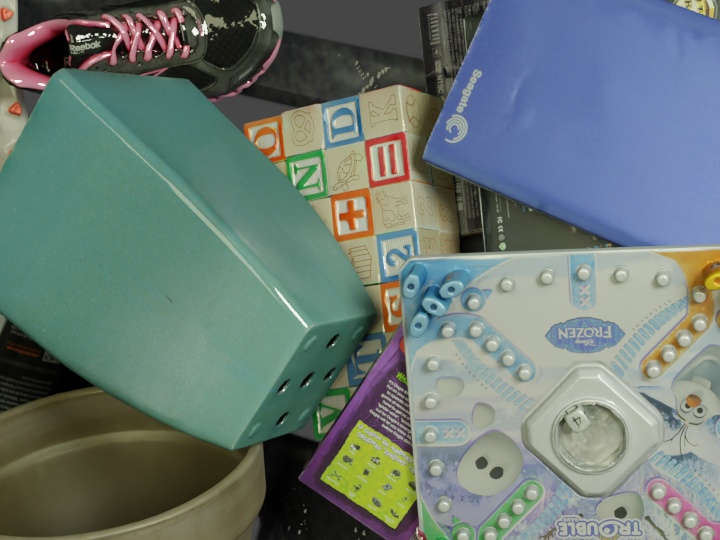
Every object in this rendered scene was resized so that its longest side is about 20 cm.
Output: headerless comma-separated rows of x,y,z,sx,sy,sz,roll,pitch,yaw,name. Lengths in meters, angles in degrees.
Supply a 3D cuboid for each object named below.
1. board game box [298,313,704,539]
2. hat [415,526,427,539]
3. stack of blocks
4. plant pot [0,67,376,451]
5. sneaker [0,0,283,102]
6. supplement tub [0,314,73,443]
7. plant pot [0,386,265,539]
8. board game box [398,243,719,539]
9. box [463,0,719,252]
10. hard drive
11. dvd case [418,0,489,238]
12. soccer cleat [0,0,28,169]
0.078,0.124,0.891,0.199,0.032,0.120,35,113,0,board game box
-0.002,0.278,0.926,0.165,0.199,0.177,42,62,-16,hat
0.000,0.000,0.965,0.114,0.058,0.202,-11,82,30,stack of blocks
-0.101,0.002,0.917,0.200,0.141,0.142,40,109,18,plant pot
-0.148,-0.145,1.030,0.198,0.095,0.080,-8,90,22,sneaker
-0.258,0.080,1.035,0.122,0.122,0.202,23,92,23,supplement tub
-0.148,0.186,0.942,0.198,0.200,0.175,3,111,23,plant pot
0.124,0.089,0.845,0.198,0.026,0.202,-2,105,11,board game box
0.146,-0.063,0.907,0.157,0.046,0.202,-10,78,22,box
0.146,-0.084,0.870,0.199,0.025,0.133,25,92,25,hard drive
0.135,-0.108,0.953,0.198,0.016,0.150,-10,79,22,dvd case
-0.268,-0.126,1.104,0.077,0.069,0.202,-164,76,-63,soccer cleat
